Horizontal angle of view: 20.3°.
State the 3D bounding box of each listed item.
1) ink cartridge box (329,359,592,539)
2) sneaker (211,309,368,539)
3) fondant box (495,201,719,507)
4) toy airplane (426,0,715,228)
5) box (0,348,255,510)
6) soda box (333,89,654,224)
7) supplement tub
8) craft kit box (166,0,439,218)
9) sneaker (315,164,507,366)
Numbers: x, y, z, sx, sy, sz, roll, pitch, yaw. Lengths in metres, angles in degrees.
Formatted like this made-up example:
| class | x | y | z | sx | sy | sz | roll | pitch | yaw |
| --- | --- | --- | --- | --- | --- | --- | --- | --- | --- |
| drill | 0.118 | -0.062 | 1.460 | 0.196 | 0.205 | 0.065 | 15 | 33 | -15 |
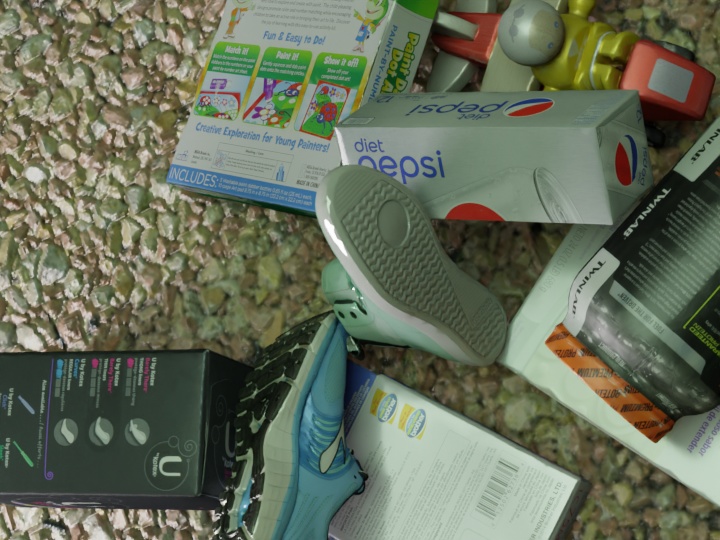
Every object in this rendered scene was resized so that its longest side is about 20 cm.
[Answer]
| class | x | y | z | sx | sy | sz | roll | pitch | yaw |
| --- | --- | --- | --- | --- | --- | --- | --- | --- | --- |
| ink cartridge box | 0.047 | 0.154 | 1.401 | 0.200 | 0.042 | 0.120 | 27 | 90 | 21 |
| sneaker | -0.037 | 0.123 | 1.386 | 0.078 | 0.090 | 0.200 | -22 | 47 | 53 |
| fondant box | 0.210 | 0.052 | 1.350 | 0.200 | 0.058 | 0.144 | 33 | 92 | 22 |
| toy airplane | 0.119 | -0.155 | 1.379 | 0.199 | 0.141 | 0.200 | -27 | 72 | 14 |
| box | -0.178 | 0.117 | 1.447 | 0.199 | 0.122 | 0.106 | -2 | 79 | 20 |
| soda box | 0.084 | -0.074 | 1.296 | 0.200 | 0.063 | 0.068 | 3 | 117 | 35 |
| supplement tub | 0.216 | 0.003 | 1.261 | 0.122 | 0.122 | 0.200 | 43 | 94 | 22 |
| craft kit box | -0.042 | -0.140 | 1.444 | 0.200 | 0.048 | 0.198 | 14 | 87 | 50 |
| sneaker | 0.000 | 0.001 | 1.326 | 0.118 | 0.200 | 0.074 | 4 | 60 | 39 |
